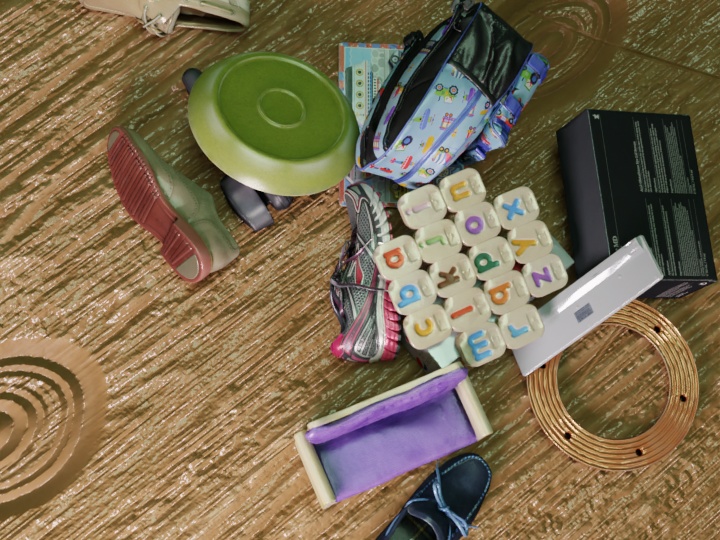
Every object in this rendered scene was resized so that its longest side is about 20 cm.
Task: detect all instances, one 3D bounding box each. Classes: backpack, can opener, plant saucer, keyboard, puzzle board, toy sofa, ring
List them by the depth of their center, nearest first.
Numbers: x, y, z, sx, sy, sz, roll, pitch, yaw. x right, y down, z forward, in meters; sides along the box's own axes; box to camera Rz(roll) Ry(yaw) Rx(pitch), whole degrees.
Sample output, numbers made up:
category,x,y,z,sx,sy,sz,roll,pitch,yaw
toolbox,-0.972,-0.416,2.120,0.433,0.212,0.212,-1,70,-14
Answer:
category,x,y,z,sx,sy,sz,roll,pitch,yaw
toy sofa,0.035,0.175,1.568,0.199,0.098,0.083,-21,79,-14
keyboard,0.239,0.040,1.603,0.011,0.200,0.056,8,49,-51
backpack,0.089,-0.173,1.612,0.134,0.182,0.200,35,72,-13
plant saucer,-0.090,-0.172,1.635,0.199,0.031,0.201,10,54,-14
can opener,-0.140,-0.143,1.650,0.078,0.063,0.200,-29,81,-14
ring,0.281,0.125,1.657,0.199,0.019,0.201,2,75,-7
puzzle board,0.050,-0.168,1.708,0.150,0.017,0.201,2,74,-8

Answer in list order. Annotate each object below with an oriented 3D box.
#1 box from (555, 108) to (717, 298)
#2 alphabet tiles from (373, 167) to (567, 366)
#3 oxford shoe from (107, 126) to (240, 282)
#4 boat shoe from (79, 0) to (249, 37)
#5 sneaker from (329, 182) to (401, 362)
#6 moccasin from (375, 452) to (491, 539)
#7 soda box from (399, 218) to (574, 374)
category,x,y,z,sx,sy,sz,roll,pitch,yaw
box,0.310,-0.074,1.672,0.141,0.079,0.201,2,73,-25
alphabet tiles,0.119,-0.004,1.593,0.195,0.015,0.201,-24,91,-16
oxford shoe,-0.208,-0.078,1.632,0.075,0.070,0.200,-24,76,-41
boat shoe,-0.224,-0.303,1.681,0.199,0.072,0.065,1,73,-14
sneaker,0.000,0.000,1.621,0.074,0.081,0.201,-3,75,-7
moccasin,0.073,0.275,1.559,0.080,0.068,0.200,39,73,4
soda box,0.138,0.031,1.640,0.200,0.064,0.068,-38,83,-16
